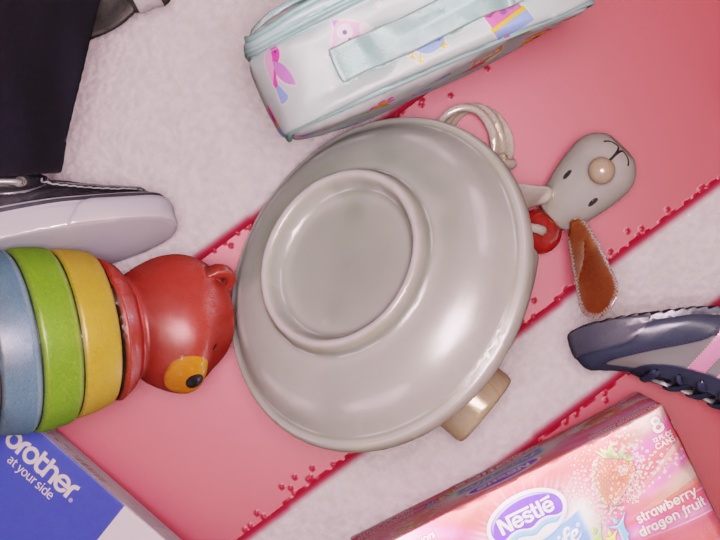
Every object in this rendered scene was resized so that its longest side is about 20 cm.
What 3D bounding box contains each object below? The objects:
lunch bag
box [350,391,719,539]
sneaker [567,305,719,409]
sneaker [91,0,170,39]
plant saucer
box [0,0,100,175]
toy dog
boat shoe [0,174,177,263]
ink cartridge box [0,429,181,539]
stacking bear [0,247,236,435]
[{"bbox_3d":[0.032,-0.142,1.186,0.199,0.160,0.077,-25,91,0],"label":"lunch bag"},{"bbox_3d":[0.102,0.160,1.223,0.199,0.095,0.103,-26,90,-1],"label":"box"},{"bbox_3d":[0.221,0.063,1.233,0.199,0.070,0.083,-1,82,0],"label":"sneaker"},{"bbox_3d":[-0.203,-0.213,1.228,0.090,0.066,0.200,-37,93,-3],"label":"sneaker"},{"bbox_3d":[0.000,0.000,1.187,0.199,0.050,0.201,-13,65,28],"label":"plant saucer"},{"bbox_3d":[-0.251,-0.172,1.155,0.199,0.123,0.199,19,102,21],"label":"box"},{"bbox_3d":[0.081,0.002,1.220,0.131,0.096,0.201,20,91,-1],"label":"toy dog"},{"bbox_3d":[-0.209,-0.037,1.231,0.199,0.072,0.068,-7,68,-7],"label":"boat shoe"},{"bbox_3d":[-0.151,0.179,1.216,0.200,0.044,0.094,38,90,17],"label":"ink cartridge box"},{"bbox_3d":[-0.166,0.039,1.199,0.199,0.122,0.114,-8,48,-23],"label":"stacking bear"}]
